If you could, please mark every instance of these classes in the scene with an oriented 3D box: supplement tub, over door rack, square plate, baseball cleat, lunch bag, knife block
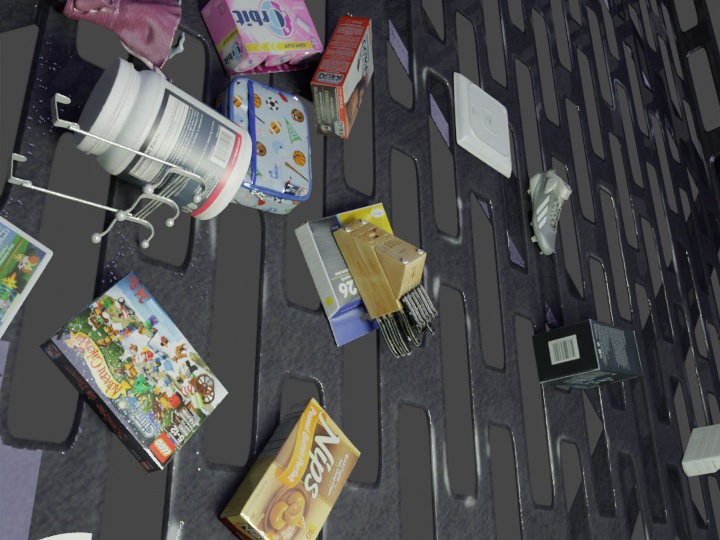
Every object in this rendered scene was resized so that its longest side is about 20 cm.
[{"bbox_3d":[-0.255,-0.169,0.945,0.198,0.139,0.143,29,54,-33],"label":"supplement tub"},{"bbox_3d":[-0.306,-0.100,0.860,0.198,0.147,0.068,29,48,-35],"label":"over door rack"},{"bbox_3d":[0.290,-0.342,1.677,0.196,0.028,0.204,24,57,-38],"label":"square plate"},{"bbox_3d":[0.449,-0.143,1.696,0.069,0.105,0.204,10,67,-48],"label":"baseball cleat"},{"bbox_3d":[-0.154,-0.189,1.113,0.158,0.075,0.204,13,63,-40],"label":"lunch bag"},{"bbox_3d":[0.036,0.035,1.172,0.198,0.178,0.064,29,34,27],"label":"knife block"}]

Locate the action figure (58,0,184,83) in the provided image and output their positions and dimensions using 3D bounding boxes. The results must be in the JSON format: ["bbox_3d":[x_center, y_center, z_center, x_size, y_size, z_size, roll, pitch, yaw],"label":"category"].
[{"bbox_3d":[-0.347,-0.358,0.993,0.197,0.134,0.152,7,110,-31],"label":"action figure"}]

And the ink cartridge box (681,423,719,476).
[{"bbox_3d":[0.958,0.460,1.889,0.162,0.198,0.058,-37,101,-47],"label":"ink cartridge box"}]

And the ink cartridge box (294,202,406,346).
[{"bbox_3d":[0.000,0.000,1.212,0.196,0.047,0.203,-19,85,-49],"label":"ink cartridge box"}]

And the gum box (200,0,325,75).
[{"bbox_3d":[-0.156,-0.399,1.207,0.199,0.066,0.115,-23,89,-49],"label":"gum box"}]

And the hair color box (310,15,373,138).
[{"bbox_3d":[-0.028,-0.346,1.280,0.112,0.063,0.202,85,19,-52],"label":"hair color box"}]

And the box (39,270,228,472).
[{"bbox_3d":[-0.269,0.122,0.879,0.201,0.037,0.137,54,43,-14],"label":"box"}]

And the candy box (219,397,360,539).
[{"bbox_3d":[-0.089,0.289,0.980,0.116,0.055,0.201,51,43,-17],"label":"candy box"}]

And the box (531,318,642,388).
[{"bbox_3d":[0.493,0.186,1.565,0.198,0.147,0.109,12,64,-42],"label":"box"}]

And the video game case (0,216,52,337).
[{"bbox_3d":[-0.450,0.007,0.755,0.182,0.022,0.203,40,47,-27],"label":"video game case"}]
